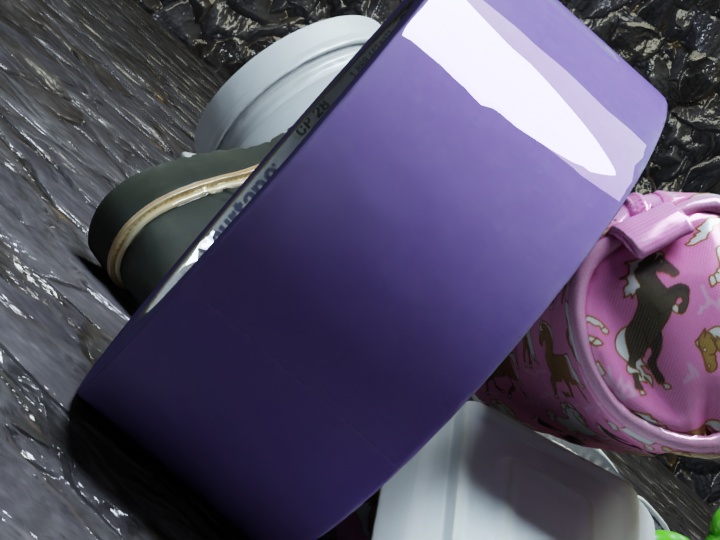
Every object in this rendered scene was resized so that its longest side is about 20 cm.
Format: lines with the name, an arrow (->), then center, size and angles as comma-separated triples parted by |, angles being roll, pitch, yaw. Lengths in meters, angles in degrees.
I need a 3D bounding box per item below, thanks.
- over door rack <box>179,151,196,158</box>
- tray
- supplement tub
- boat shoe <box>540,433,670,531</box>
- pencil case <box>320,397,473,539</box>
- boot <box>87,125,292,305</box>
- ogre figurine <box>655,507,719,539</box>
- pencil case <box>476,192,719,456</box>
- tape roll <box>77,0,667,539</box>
over door rack -> -0.022, 0.013, 1.150 | 0.200, 0.067, 0.148 | 24, 12, -28
tray -> 0.054, 0.104, 0.589 | 0.107, 0.022, 0.200 | 29, 27, -8
supplement tub -> 0.015, -0.018, 0.983 | 0.200, 0.145, 0.145 | 56, 9, 20
boat shoe -> 0.141, 0.159, 1.091 | 0.200, 0.074, 0.060 | 49, -4, -24
pencil case -> 0.069, 0.126, 0.678 | 0.200, 0.083, 0.087 | 43, -20, 21
boot -> 0.000, 0.000, 0.831 | 0.138, 0.200, 0.078 | 50, -29, 31
ogre figurine -> 0.164, 0.155, 0.753 | 0.120, 0.098, 0.200 | 39, 14, -11
pencil case -> 0.091, 0.020, 0.681 | 0.086, 0.083, 0.200 | 28, -6, -7
tape roll -> 0.003, -0.010, 0.621 | 0.085, 0.200, 0.200 | 42, 4, -7
